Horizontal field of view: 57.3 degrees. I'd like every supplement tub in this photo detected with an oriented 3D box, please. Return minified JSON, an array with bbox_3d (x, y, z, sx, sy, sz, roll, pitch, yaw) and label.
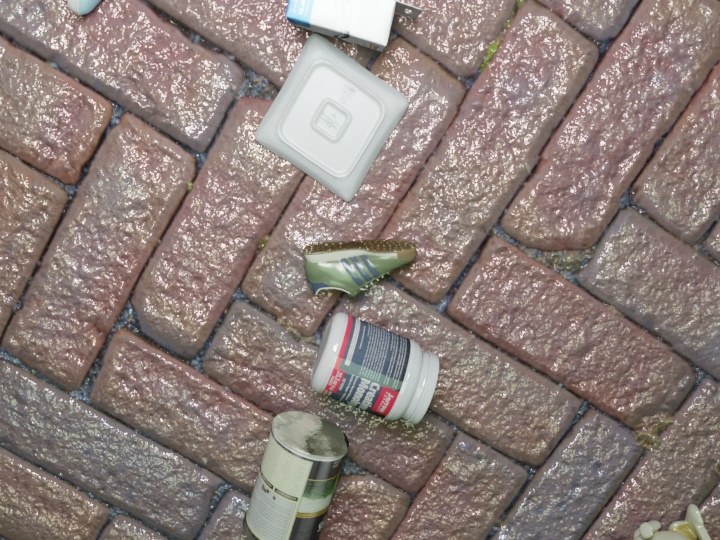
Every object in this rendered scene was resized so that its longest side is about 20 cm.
[{"bbox_3d":[0.023,0.170,1.131,0.195,0.141,0.143,21,103,-6],"label":"supplement tub"}]

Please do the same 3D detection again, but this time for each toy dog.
[{"bbox_3d":[0.558,0.552,1.250,0.194,0.142,0.196,-12,140,0],"label":"toy dog"}]

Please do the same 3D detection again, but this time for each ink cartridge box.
[{"bbox_3d":[-0.010,-0.388,1.009,0.194,0.116,0.070,15,104,-4],"label":"ink cartridge box"}]

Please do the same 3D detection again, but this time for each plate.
[{"bbox_3d":[-0.048,-0.248,1.085,0.197,0.032,0.203,32,100,-8],"label":"plate"}]

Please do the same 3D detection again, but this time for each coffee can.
[{"bbox_3d":[-0.116,0.379,1.174,0.143,0.147,0.205,17,103,-5],"label":"coffee can"}]

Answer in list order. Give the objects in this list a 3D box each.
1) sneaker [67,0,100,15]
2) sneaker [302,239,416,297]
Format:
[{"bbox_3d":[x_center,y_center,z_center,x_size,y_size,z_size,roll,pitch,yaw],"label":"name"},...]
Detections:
[{"bbox_3d":[-0.367,-0.462,1.007,0.082,0.074,0.201,40,101,-7],"label":"sneaker"},{"bbox_3d":[0.000,0.000,1.133,0.194,0.067,0.092,-2,111,0],"label":"sneaker"}]
